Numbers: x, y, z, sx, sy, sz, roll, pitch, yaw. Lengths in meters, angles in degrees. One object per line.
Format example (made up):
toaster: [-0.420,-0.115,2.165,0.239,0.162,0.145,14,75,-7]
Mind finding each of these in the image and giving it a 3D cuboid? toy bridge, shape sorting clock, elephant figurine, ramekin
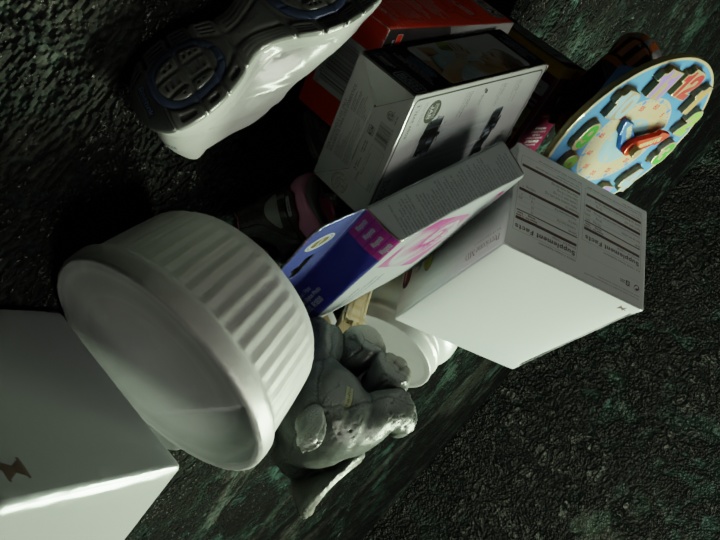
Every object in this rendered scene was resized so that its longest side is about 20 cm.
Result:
toy bridge: [0.000,0.000,0.816,0.201,0.027,0.068,-84,-160,-57]
shape sorting clock: [0.255,-0.125,0.753,0.198,0.039,0.201,-24,148,-16]
elephant figurine: [-0.045,0.153,0.718,0.154,0.142,0.200,13,132,-32]
ramekin: [-0.124,0.047,0.591,0.094,0.201,0.203,-46,162,-36]

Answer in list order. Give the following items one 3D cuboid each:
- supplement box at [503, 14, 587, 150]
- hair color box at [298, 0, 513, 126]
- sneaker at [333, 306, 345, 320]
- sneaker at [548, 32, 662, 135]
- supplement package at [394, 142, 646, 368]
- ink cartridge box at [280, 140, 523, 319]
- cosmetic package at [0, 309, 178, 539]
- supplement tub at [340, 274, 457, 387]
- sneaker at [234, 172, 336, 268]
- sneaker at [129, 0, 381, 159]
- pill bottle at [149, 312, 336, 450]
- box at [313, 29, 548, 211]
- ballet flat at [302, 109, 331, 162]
supplement box: [0.134,-0.159,0.839,0.085,0.110,0.201,-17,144,-56]
hair color box: [0.045,-0.187,0.683,0.199,0.061,0.102,-25,150,-48]
sneaker: [-0.032,0.076,0.977,0.071,0.075,0.199,-54,159,18]
sneaker: [0.241,-0.150,0.829,0.112,0.077,0.201,-35,147,-27]
supplement package: [0.152,-0.003,0.768,0.200,0.154,0.112,-41,-149,55]
ink cartridge box: [0.015,-0.017,0.660,0.199,0.044,0.196,-29,173,-32]
cosmetic package: [-0.269,0.153,0.517,0.201,0.167,0.166,-51,158,11]
supplement tub: [0.069,0.023,0.921,0.201,0.143,0.145,-56,167,-34]
sneaker: [-0.067,-0.032,0.750,0.094,0.080,0.200,-18,164,3]
sneaker: [-0.067,-0.152,0.535,0.199,0.075,0.087,-36,170,-11]
pill bottle: [-0.122,0.091,0.773,0.199,0.116,0.116,-24,150,-46]
box: [0.063,-0.128,0.651,0.199,0.060,0.117,-25,150,-44]
ballet flat: [0.021,-0.142,0.733,0.066,0.057,0.199,-15,-171,38]
